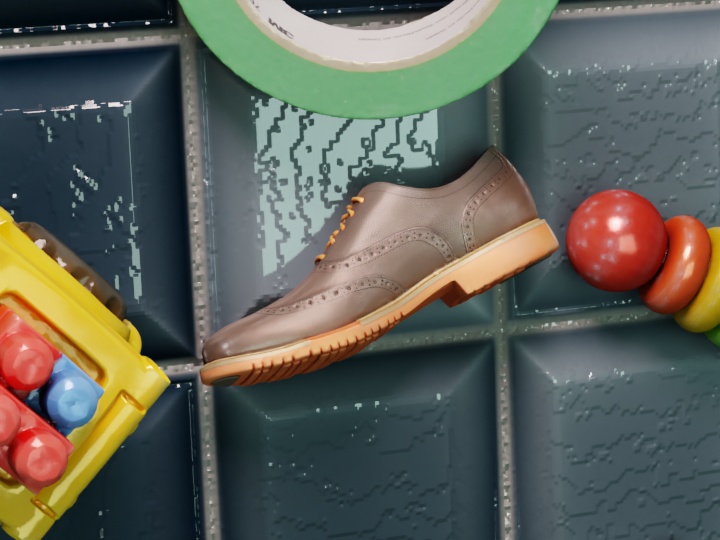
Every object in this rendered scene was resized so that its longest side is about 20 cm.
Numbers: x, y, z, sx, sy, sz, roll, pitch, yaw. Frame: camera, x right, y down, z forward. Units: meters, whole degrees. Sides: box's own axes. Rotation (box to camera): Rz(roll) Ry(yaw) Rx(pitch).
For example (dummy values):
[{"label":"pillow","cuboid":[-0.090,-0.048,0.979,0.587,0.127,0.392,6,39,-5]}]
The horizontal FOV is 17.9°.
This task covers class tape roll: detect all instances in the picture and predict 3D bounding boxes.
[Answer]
[{"label":"tape roll","cuboid":[0.004,-0.173,1.096,0.199,0.048,0.201,0,115,0]}]

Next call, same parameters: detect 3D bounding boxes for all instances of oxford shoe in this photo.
[{"label":"oxford shoe","cuboid":[0.000,0.000,1.164,0.199,0.071,0.073,-24,86,-20]}]

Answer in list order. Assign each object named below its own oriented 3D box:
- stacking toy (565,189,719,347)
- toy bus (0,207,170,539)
[{"label":"stacking toy","cuboid":[0.199,0.013,1.229,0.199,0.085,0.086,20,91,-16]},{"label":"toy bus","cuboid":[-0.187,0.030,1.025,0.200,0.192,0.136,43,84,-19]}]
